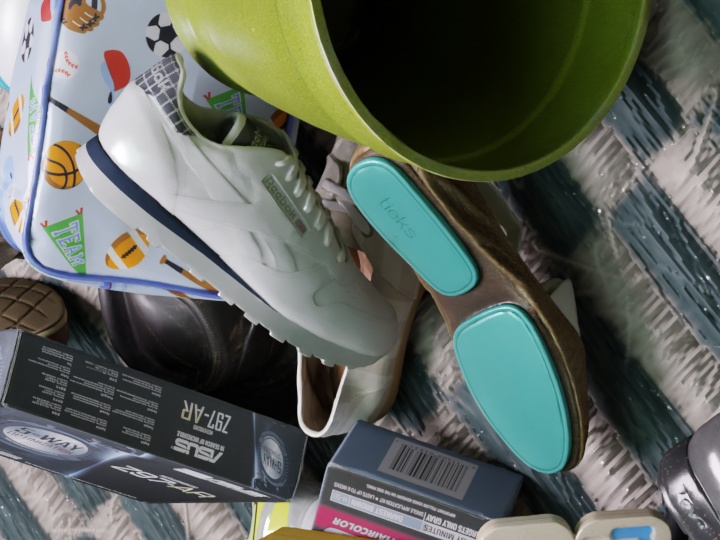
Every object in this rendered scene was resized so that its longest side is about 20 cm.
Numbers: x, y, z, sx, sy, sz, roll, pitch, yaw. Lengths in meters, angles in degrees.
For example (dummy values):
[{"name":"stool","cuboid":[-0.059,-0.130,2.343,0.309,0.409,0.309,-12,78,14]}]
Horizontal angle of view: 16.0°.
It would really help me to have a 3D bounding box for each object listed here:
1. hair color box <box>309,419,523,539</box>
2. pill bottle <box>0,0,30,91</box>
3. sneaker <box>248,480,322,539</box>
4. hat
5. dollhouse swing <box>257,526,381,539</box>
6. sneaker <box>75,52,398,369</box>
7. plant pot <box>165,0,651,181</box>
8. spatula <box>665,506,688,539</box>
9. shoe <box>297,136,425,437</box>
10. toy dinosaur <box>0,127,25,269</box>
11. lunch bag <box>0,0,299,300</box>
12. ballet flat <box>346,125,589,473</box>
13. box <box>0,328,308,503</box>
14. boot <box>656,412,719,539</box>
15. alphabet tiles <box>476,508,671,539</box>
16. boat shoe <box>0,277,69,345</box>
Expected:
[{"name":"hair color box","cuboid":[0.014,0.193,1.414,0.099,0.061,0.201,18,117,9]},{"name":"pill bottle","cuboid":[-0.198,-0.160,1.471,0.200,0.111,0.111,23,122,36]},{"name":"sneaker","cuboid":[-0.045,0.210,1.516,0.076,0.075,0.201,35,118,39]},{"name":"hat","cuboid":[-0.104,0.013,1.475,0.200,0.081,0.202,20,120,39]},{"name":"dollhouse swing","cuboid":[-0.023,0.264,1.320,0.181,0.176,0.201,6,111,20]},{"name":"sneaker","cuboid":[-0.048,-0.026,1.310,0.081,0.200,0.076,-49,24,9]},{"name":"plant pot","cuboid":[0.004,-0.147,1.242,0.193,0.200,0.201,6,111,55]},{"name":"spatula","cuboid":[0.160,0.182,1.324,0.021,0.056,0.201,-112,25,-70]},{"name":"shoe","cuboid":[0.000,0.000,1.384,0.070,0.053,0.201,23,117,33]},{"name":"toy dinosaur","cuboid":[-0.228,-0.042,1.513,0.200,0.135,0.086,-138,34,-64]},{"name":"lunch bag","cuboid":[-0.105,-0.081,1.368,0.076,0.160,0.201,-147,66,-65]},{"name":"ballet flat","cuboid":[0.068,0.006,1.304,0.068,0.072,0.200,-26,103,45]},{"name":"box","cuboid":[-0.155,0.086,1.459,0.160,0.199,0.044,-6,67,52]},{"name":"boot","cuboid":[0.237,0.133,1.210,0.200,0.070,0.132,53,130,8]},{"name":"alphabet tiles","cuboid":[0.109,0.215,1.308,0.015,0.195,0.201,-106,12,-69]},{"name":"boat shoe","cuboid":[-0.245,0.046,1.638,0.200,0.072,0.068,4,115,49]}]
